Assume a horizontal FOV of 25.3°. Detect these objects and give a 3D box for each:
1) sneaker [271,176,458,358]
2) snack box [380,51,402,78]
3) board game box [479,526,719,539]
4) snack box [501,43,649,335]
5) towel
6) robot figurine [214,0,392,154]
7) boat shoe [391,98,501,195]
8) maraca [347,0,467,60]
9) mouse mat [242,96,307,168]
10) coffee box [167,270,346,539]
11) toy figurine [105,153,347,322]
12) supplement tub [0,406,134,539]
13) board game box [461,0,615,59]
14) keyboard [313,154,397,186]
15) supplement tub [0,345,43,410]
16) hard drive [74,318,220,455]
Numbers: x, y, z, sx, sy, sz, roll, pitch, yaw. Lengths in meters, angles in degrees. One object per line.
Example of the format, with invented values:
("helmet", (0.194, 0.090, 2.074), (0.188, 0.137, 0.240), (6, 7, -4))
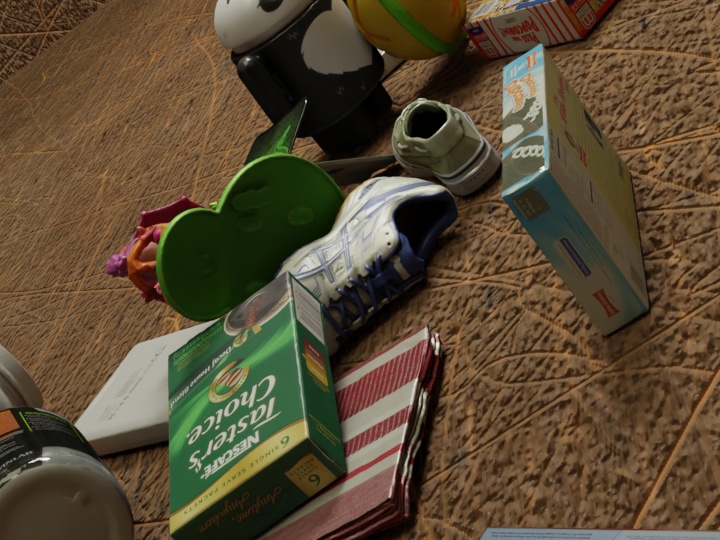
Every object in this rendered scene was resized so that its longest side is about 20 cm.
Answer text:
("sneaker", (0.000, 0.000, 1.226), (0.088, 0.075, 0.201), (1, 49, 47))
("snack box", (0.006, -0.247, 1.785), (0.072, 0.024, 0.200), (-42, 21, -4))
("board game box", (0.107, 0.169, 0.774), (0.199, 0.020, 0.103), (-11, 34, 52))
("snack box", (0.137, -0.059, 1.047), (0.037, 0.117, 0.201), (-31, 22, 20))
("towel", (-0.013, 0.126, 1.067), (0.143, 0.023, 0.201), (-32, 20, 26))
("robot figurine", (-0.054, -0.212, 1.566), (0.124, 0.201, 0.150), (-36, 20, 6))
("boat shoe", (0.065, -0.118, 1.368), (0.072, 0.062, 0.200), (-41, 20, -3))
("maraca", (0.050, -0.265, 1.555), (0.107, 0.138, 0.200), (-39, -2, 20))
("mouse mat", (-0.100, -0.066, 1.477), (0.200, 0.007, 0.163), (-23, 46, 69))
("coffee box", (-0.076, 0.096, 1.103), (0.122, 0.044, 0.201), (-35, 30, 16))
("toy figurine", (-0.132, -0.006, 1.287), (0.198, 0.152, 0.183), (-11, 5, -43))
("supplement tub", (-0.250, 0.176, 1.224), (0.122, 0.123, 0.200), (-43, 20, -9))
("board game box", (0.204, -0.287, 1.495), (0.200, 0.046, 0.151), (-49, 22, -22))
("keyboard", (-0.029, -0.085, 1.396), (0.056, 0.011, 0.199), (-31, -9, 31))
("supplement tub", (-0.404, 0.159, 1.491), (0.144, 0.145, 0.201), (-8, 37, 54))
("hard drive", (-0.160, 0.096, 1.369), (0.199, 0.027, 0.132), (-18, 29, 46))
